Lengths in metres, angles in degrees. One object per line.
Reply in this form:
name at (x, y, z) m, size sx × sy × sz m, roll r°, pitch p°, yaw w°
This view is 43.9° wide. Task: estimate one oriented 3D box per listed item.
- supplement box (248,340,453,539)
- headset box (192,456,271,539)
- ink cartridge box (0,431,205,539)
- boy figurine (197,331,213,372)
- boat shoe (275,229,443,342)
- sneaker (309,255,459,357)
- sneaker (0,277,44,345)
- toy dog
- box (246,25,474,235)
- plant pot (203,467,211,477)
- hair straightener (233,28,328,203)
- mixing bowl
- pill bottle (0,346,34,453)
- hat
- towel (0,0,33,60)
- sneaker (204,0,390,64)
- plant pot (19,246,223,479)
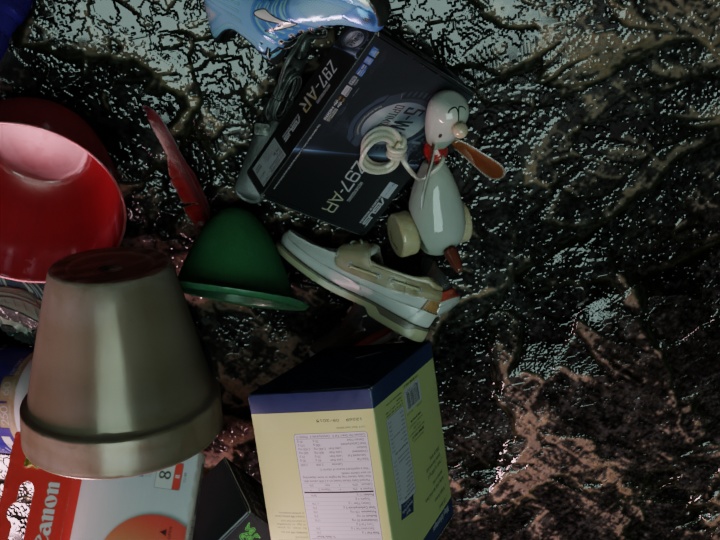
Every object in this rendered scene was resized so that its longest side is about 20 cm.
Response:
supplement box at (-0.001, 0.197, 0.931) m, size 0.132 × 0.200 × 0.203 m, roll -6°, pitch 96°, yaw 22°
headset box at (-0.144, 0.326, 0.970) m, size 0.174 × 0.093 × 0.200 m, roll -42°, pitch 128°, yaw -1°
ink cartridge box at (-0.262, 0.245, 0.871) m, size 0.196 × 0.050 × 0.165 m, roll 8°, pitch 73°, yaw -3°
boy figurine at (-0.279, 0.123, 1.056) m, size 0.197 × 0.065 × 0.125 m, roll -18°, pitch 129°, yaw 2°
boat shoe at (0.000, 0.000, 0.991) m, size 0.198 × 0.075 × 0.069 m, roll 30°, pitch 98°, yaw 10°
sneaker at (0.019, 0.044, 1.054) m, size 0.198 × 0.077 × 0.083 m, roll -27°, pitch 85°, yaw 17°
sneaker at (-0.404, 0.012, 0.985) m, size 0.197 × 0.087 × 0.078 m, roll 23°, pitch 140°, yaw 5°
toy dog at (0.087, -0.076, 0.933) m, size 0.131 × 0.097 × 0.201 m, roll -31°, pitch 141°, yaw -6°
box at (0.001, -0.142, 0.917) m, size 0.159 × 0.044 × 0.201 m, roll 19°, pitch 117°, yaw -45°
plant pot at (-0.257, 0.280, 1.058) m, size 0.197 × 0.183 × 0.203 m, roll -14°, pitch 124°, yaw -21°
hair straightener at (-0.082, -0.156, 0.917) m, size 0.040 × 0.077 × 0.202 m, roll 26°, pitch 114°, yaw -8°
mixing bowl at (-0.330, -0.097, 0.894) m, size 0.196 × 0.109 × 0.202 m, roll -4°, pitch 135°, yaw -4°
pill bottle at (-0.409, 0.144, 0.996) m, size 0.197 × 0.116 × 0.117 m, roll -2°, pitch 122°, yaw 23°
hat at (-0.130, -0.058, 0.969) m, size 0.163 × 0.200 × 0.179 m, roll 6°, pitch 83°, yaw 19°
towel at (-0.384, -0.223, 0.795) m, size 0.146 × 0.203 × 0.050 m, roll 19°, pitch 150°, yaw -12°
sneaker at (-0.062, -0.240, 0.841) m, size 0.197 × 0.078 × 0.091 m, roll 13°, pitch 112°, yaw 26°
plant pot at (-0.236, 0.077, 0.873) m, size 0.196 × 0.200 × 0.177 m, roll -1°, pitch 108°, yaw -5°
